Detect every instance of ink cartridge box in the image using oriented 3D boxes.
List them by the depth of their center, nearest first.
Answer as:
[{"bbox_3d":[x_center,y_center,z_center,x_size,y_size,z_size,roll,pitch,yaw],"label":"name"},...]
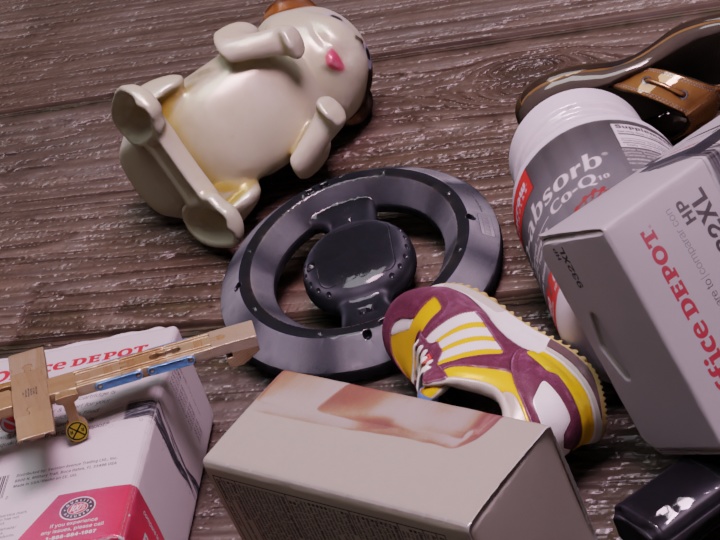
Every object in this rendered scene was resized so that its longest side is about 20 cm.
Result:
[{"bbox_3d":[0.224,-0.009,1.278,0.199,0.146,0.084,-33,9,-20],"label":"ink cartridge box"},{"bbox_3d":[-0.182,0.137,1.419,0.144,0.085,0.201,-12,34,15],"label":"ink cartridge box"}]

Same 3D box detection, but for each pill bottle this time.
[{"bbox_3d":[0.158,-0.026,1.417,0.115,0.116,0.200,-21,32,3],"label":"pill bottle"}]

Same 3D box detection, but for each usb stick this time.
[{"bbox_3d":[0.228,0.097,1.273,0.199,0.033,0.055,-33,24,-15],"label":"usb stick"}]

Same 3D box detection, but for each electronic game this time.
[{"bbox_3d":[0.000,0.000,1.545,0.199,0.042,0.201,-13,41,11],"label":"electronic game"}]

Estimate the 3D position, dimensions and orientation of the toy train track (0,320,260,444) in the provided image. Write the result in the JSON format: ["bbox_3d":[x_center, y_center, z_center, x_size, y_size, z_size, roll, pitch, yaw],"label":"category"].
[{"bbox_3d":[-0.157,0.076,1.391,0.199,0.033,0.115,-17,26,-4],"label":"toy train track"}]

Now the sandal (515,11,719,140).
[{"bbox_3d":[0.204,-0.120,1.564,0.199,0.082,0.055,-14,50,11],"label":"sandal"}]

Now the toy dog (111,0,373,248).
[{"bbox_3d":[-0.073,-0.117,1.702,0.200,0.140,0.194,-38,-1,-20],"label":"toy dog"}]

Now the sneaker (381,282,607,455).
[{"bbox_3d":[0.056,0.063,1.369,0.090,0.075,0.200,-19,24,-30],"label":"sneaker"}]

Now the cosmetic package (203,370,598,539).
[{"bbox_3d":[0.022,0.132,1.285,0.199,0.104,0.087,11,46,40],"label":"cosmetic package"}]
